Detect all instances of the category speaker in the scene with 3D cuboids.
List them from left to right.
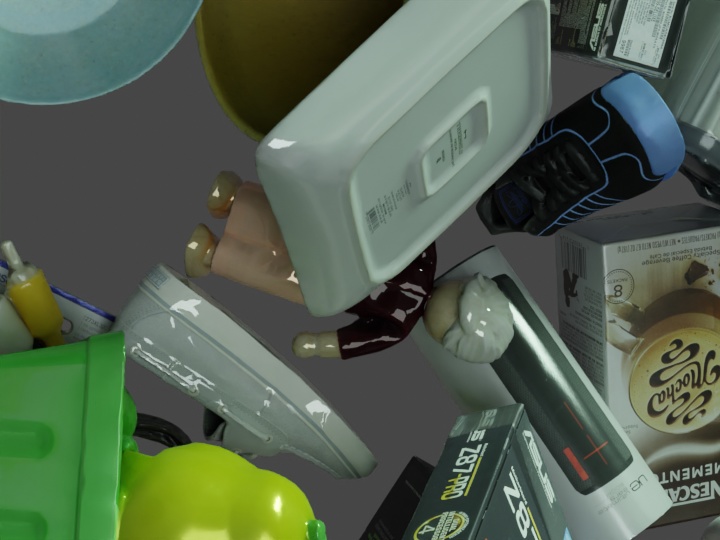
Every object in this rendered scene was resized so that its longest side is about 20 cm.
[{"bbox_3d":[0.109,0.088,0.936,0.081,0.081,0.200,-32,82,-7],"label":"speaker"}]

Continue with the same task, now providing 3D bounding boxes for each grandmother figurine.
[{"bbox_3d":[0.000,0.000,0.893,0.199,0.061,0.122,23,95,9],"label":"grandmother figurine"}]

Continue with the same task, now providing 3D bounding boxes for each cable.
[{"bbox_3d":[-0.180,0.079,0.869,0.097,0.050,0.200,-42,113,-6],"label":"cable"}]

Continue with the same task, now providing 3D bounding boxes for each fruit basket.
[{"bbox_3d":[-0.124,0.133,0.779,0.215,0.155,0.216,1,86,-14],"label":"fruit basket"}]

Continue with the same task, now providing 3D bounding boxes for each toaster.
[{"bbox_3d":[0.247,-0.113,0.946,0.200,0.114,0.129,27,89,-34],"label":"toaster"}]

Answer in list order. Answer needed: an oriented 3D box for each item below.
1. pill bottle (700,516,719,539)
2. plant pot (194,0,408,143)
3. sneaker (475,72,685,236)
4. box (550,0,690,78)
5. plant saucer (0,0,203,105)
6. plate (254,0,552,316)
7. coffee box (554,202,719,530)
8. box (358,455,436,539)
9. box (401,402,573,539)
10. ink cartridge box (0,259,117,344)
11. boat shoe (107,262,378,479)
[{"bbox_3d":[0.351,0.217,1.064,0.199,0.112,0.113,-7,104,-15],"label":"pill bottle"},{"bbox_3d":[0.018,-0.165,0.849,0.142,0.200,0.201,1,103,-40],"label":"plant pot"},{"bbox_3d":[0.126,-0.058,0.888,0.078,0.200,0.070,-34,88,-12],"label":"sneaker"},{"bbox_3d":[0.153,-0.222,0.878,0.050,0.158,0.201,11,99,-18],"label":"box"},{"bbox_3d":[-0.183,-0.197,0.845,0.200,0.039,0.202,-4,105,-16],"label":"plant saucer"},{"bbox_3d":[0.039,-0.072,0.780,0.200,0.200,0.032,-44,68,-13],"label":"plate"},{"bbox_3d":[0.199,0.064,0.999,0.113,0.080,0.201,-9,105,-15],"label":"coffee box"},{"bbox_3d":[0.055,0.256,0.977,0.148,0.124,0.200,32,93,-19],"label":"box"},{"bbox_3d":[0.088,0.200,0.828,0.049,0.161,0.201,-15,106,21],"label":"box"},{"bbox_3d":[-0.233,0.094,0.900,0.095,0.037,0.200,28,95,-22],"label":"ink cartridge box"},{"bbox_3d":[-0.072,0.080,0.918,0.069,0.072,0.200,-48,122,-1],"label":"boat shoe"}]
